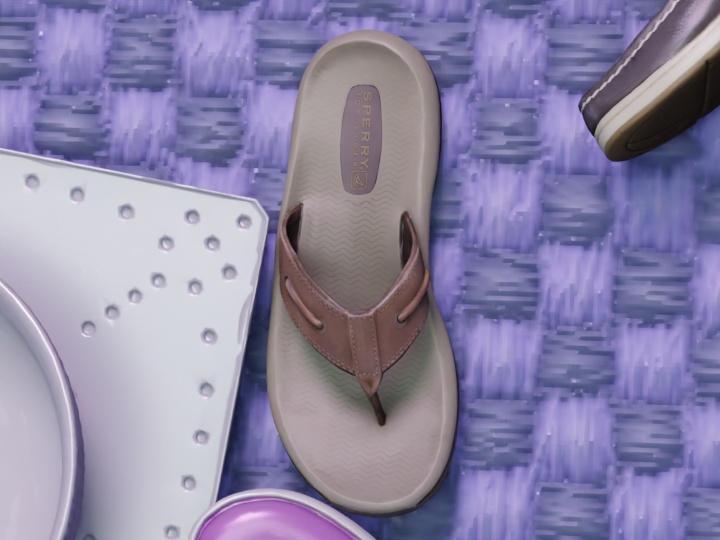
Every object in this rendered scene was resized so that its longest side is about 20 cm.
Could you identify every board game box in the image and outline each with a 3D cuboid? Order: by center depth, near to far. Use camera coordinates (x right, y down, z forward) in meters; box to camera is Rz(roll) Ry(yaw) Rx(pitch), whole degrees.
[{"bbox_3d":[-0.150,0.050,1.232,0.200,0.026,0.200,11,94,6],"label":"board game box"}]

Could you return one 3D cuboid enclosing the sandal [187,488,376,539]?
[{"bbox_3d":[0.005,0.174,1.192,0.082,0.050,0.203,-34,90,-4],"label":"sandal"}]

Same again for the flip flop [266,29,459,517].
[{"bbox_3d":[0.000,0.000,1.208,0.081,0.058,0.200,2,87,9],"label":"flip flop"}]

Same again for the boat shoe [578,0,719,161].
[{"bbox_3d":[0.156,-0.129,1.189,0.201,0.072,0.066,-44,76,-1],"label":"boat shoe"}]

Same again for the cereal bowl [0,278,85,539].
[{"bbox_3d":[-0.203,0.085,1.174,0.200,0.083,0.200,-1,77,4],"label":"cereal bowl"}]
